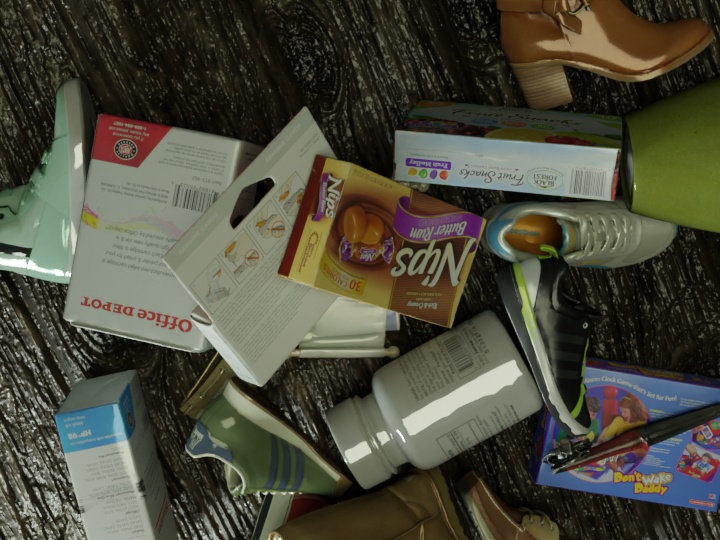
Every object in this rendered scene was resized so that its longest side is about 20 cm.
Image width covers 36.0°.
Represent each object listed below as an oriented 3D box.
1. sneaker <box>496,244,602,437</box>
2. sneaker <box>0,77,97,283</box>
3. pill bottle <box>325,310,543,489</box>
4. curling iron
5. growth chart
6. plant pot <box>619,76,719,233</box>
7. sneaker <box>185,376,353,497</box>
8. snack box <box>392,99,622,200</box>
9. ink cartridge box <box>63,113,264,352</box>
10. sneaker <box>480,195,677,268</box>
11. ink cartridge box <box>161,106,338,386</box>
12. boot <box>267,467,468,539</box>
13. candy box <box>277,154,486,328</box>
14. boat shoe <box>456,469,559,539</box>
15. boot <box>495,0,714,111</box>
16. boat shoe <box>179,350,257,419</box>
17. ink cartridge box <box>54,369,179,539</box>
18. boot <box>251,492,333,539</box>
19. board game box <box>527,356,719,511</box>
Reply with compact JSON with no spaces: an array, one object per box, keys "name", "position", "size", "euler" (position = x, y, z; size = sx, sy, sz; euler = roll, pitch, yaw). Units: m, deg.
[{"name":"sneaker","position":[0.201,0.071,1.077],"size":[0.083,0.072,0.201],"euler":[-22,109,9]},{"name":"sneaker","position":[-0.318,-0.089,1.074],"size":[0.118,0.074,0.201],"euler":[5,99,-1]},{"name":"pill bottle","position":[0.072,0.134,1.116],"size":[0.199,0.114,0.115],"euler":[-29,101,2]},{"name":"curling iron","position":[0.281,0.171,1.125],"size":[0.199,0.050,0.026],"euler":[-14,69,-8]},{"name":"growth chart","position":[0.000,0.000,1.132],"size":[0.144,0.018,0.201],"euler":[6,100,-10]},{"name":"plant pot","position":[0.355,-0.110,1.064],"size":[0.199,0.187,0.188],"euler":[-5,101,6]},{"name":"sneaker","position":[-0.096,0.190,1.111],"size":[0.090,0.067,0.200],"euler":[-46,129,-3]},{"name":"snack box","position":[0.140,-0.115,1.034],"size":[0.199,0.142,0.053],"euler":[7,109,11]},{"name":"ink cartridge box","position":[-0.187,-0.036,1.059],"size":[0.145,0.083,0.201],"euler":[12,94,10]},{"name":"sneaker","position":[0.223,-0.034,1.111],"size":[0.199,0.081,0.077],"euler":[-4,99,-4]},{"name":"ink cartridge box","position":[-0.081,-0.023,1.018],"size":[0.200,0.043,0.174],"euler":[-50,128,-21]},{"name":"boot","position":[0.019,0.304,1.115],"size":[0.199,0.066,0.176],"euler":[-19,82,-37]},{"name":"candy box","position":[0.025,-0.023,1.049],"size":[0.200,0.056,0.117],"euler":[19,89,-43]},{"name":"boat shoe","position":[0.174,0.286,1.177],"size":[0.074,0.076,0.200],"euler":[-35,109,-2]},{"name":"boot","position":[0.230,-0.256,1.073],"size":[0.199,0.077,0.156],"euler":[-15,107,13]},{"name":"boat shoe","position":[-0.120,0.065,1.116],"size":[0.063,0.073,0.201],"euler":[20,106,-11]},{"name":"ink cartridge box","position":[-0.240,0.214,1.113],"size":[0.066,0.116,0.201],"euler":[-12,101,-1]},{"name":"boot","position":[-0.055,0.332,1.139],"size":[0.144,0.072,0.201],"euler":[24,68,-10]},{"name":"board game box","position":[0.290,0.170,1.170],"size":[0.199,0.045,0.135],"euler":[10,100,-5]}]
